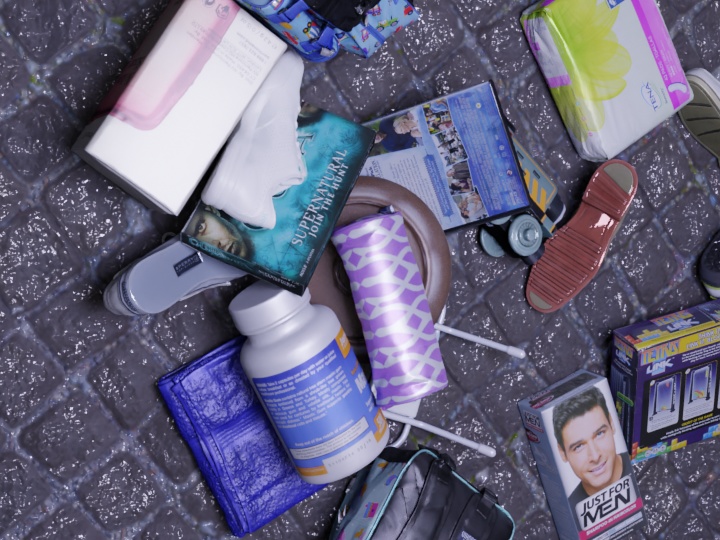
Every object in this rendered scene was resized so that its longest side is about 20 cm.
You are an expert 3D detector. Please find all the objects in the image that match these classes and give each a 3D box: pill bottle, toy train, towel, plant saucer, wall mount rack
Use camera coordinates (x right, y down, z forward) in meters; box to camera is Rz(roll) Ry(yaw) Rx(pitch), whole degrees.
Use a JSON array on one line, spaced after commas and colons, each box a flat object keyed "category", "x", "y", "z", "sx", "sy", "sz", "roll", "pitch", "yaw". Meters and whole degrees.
[{"category": "pill bottle", "x": -0.056, "y": 0.106, "z": 1.168, "sx": 0.111, "sy": 0.112, "sz": 0.203, "roll": -30, "pitch": 108, "yaw": -16}, {"category": "toy train", "x": 0.155, "y": -0.101, "z": 1.291, "sx": 0.200, "sy": 0.085, "sz": 0.115, "roll": 44, "pitch": 70, "yaw": -21}, {"category": "towel", "x": -0.114, "y": 0.173, "z": 1.226, "sx": 0.146, "sy": 0.049, "sz": 0.203, "roll": -28, "pitch": 106, "yaw": -16}, {"category": "plant saucer", "x": 0.000, "y": 0.000, "z": 1.217, "sx": 0.196, "sy": 0.032, "sz": 0.205, "roll": 0, "pitch": 92, "yaw": 3}, {"category": "wall mount rack", "x": 0.083, "y": 0.123, "z": 1.286, "sx": 0.171, "sy": 0.074, "sz": 0.204, "roll": 17, "pitch": 90, "yaw": -21}]

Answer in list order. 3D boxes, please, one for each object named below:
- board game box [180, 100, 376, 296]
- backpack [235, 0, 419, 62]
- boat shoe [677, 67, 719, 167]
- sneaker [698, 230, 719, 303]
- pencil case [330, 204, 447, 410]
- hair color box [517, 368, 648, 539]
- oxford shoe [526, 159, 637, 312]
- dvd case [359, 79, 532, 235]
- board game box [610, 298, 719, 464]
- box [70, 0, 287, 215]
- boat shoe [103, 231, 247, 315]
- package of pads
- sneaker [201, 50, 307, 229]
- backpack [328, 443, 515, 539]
[{"category": "board game box", "x": -0.080, "y": -0.085, "z": 1.149, "sx": 0.133, "sy": 0.028, "sz": 0.202, "roll": 22, "pitch": 60, "yaw": 4}, {"category": "backpack", "x": -0.043, "y": -0.286, "z": 1.131, "sx": 0.135, "sy": 0.182, "sz": 0.199, "roll": -53, "pitch": 146, "yaw": 4}, {"category": "boat shoe", "x": 0.462, "y": -0.184, "z": 1.414, "sx": 0.200, "sy": 0.074, "sz": 0.069, "roll": 47, "pitch": 73, "yaw": -27}, {"category": "sneaker", "x": 0.503, "y": -0.035, "z": 1.460, "sx": 0.200, "sy": 0.071, "sz": 0.083, "roll": -43, "pitch": 134, "yaw": -11}, {"category": "pencil case", "x": 0.026, "y": 0.039, "z": 1.160, "sx": 0.083, "sy": 0.085, "sz": 0.204, "roll": -13, "pitch": 86, "yaw": -50}, {"category": "hair color box", "x": 0.273, "y": 0.236, "z": 1.387, "sx": 0.098, "sy": 0.060, "sz": 0.203, "roll": -24, "pitch": 104, "yaw": -18}, {"category": "oxford shoe", "x": 0.269, "y": -0.036, "z": 1.349, "sx": 0.070, "sy": 0.074, "sz": 0.201, "roll": 38, "pitch": 102, "yaw": 15}, {"category": "dvd case", "x": 0.071, "y": -0.106, "z": 1.221, "sx": 0.197, "sy": 0.018, "sz": 0.145, "roll": -16, "pitch": 106, "yaw": 20}, {"category": "board game box", "x": 0.403, "y": 0.133, "z": 1.410, "sx": 0.197, "sy": 0.057, "sz": 0.168, "roll": -13, "pitch": 116, "yaw": -21}, {"category": "box", "x": -0.181, "y": -0.169, "z": 1.116, "sx": 0.108, "sy": 0.128, "sz": 0.202, "roll": 36, "pitch": 82, "yaw": -20}, {"category": "boat shoe", "x": -0.184, "y": -0.002, "z": 1.166, "sx": 0.201, "sy": 0.085, "sz": 0.076, "roll": -35, "pitch": 105, "yaw": -45}, {"category": "package of pads", "x": 0.289, "y": -0.247, "z": 1.332, "sx": 0.153, "sy": 0.068, "sz": 0.202, "roll": -34, "pitch": 107, "yaw": -16}, {"category": "sneaker", "x": -0.084, "y": -0.126, "z": 1.123, "sx": 0.088, "sy": 0.075, "sz": 0.202, "roll": 29, "pitch": 58, "yaw": -13}, {"category": "backpack", "x": 0.047, "y": 0.315, "z": 1.248, "sx": 0.175, "sy": 0.152, "sz": 0.202, "roll": 41, "pitch": 60, "yaw": -22}]
